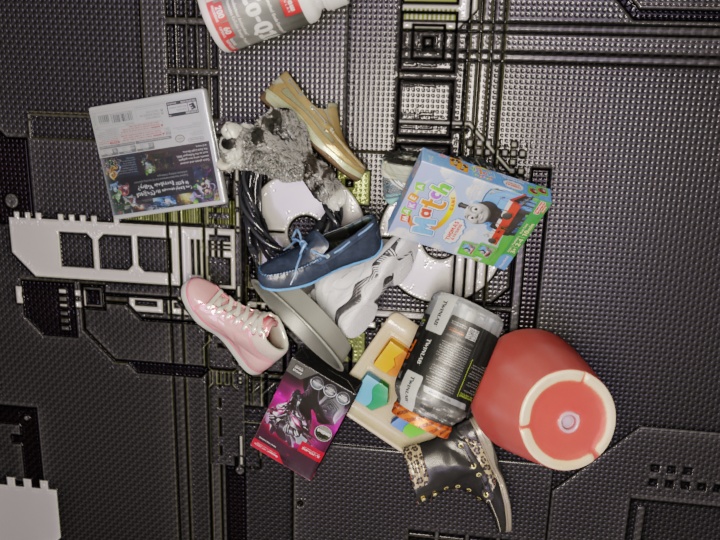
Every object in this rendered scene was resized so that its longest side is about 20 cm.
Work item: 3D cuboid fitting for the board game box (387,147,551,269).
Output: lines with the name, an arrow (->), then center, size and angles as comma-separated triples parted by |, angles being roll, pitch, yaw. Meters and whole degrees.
board game box -> 0.156, -0.086, 1.028 | 0.198, 0.037, 0.152 | 17, 137, -8

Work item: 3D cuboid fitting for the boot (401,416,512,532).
boot -> 0.163, 0.355, 1.161 | 0.149, 0.073, 0.202 | -18, 98, -1

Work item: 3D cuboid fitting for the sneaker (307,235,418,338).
sneaker -> 0.000, 0.000, 1.099 | 0.114, 0.075, 0.201 | 29, 76, 32

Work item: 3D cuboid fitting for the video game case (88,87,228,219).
video game case -> -0.325, -0.186, 1.128 | 0.197, 0.023, 0.184 | -7, 103, 8

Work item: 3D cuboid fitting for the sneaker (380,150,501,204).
sneaker -> 0.127, -0.128, 1.068 | 0.197, 0.078, 0.087 | 10, 124, 6

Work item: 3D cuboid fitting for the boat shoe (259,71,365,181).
boat shoe -> -0.059, -0.224, 1.063 | 0.200, 0.072, 0.076 | 42, 91, -5

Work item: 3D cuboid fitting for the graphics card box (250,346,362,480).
graphics card box -> -0.093, 0.243, 1.176 | 0.125, 0.051, 0.201 | 30, 112, 5

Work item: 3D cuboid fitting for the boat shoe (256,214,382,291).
boat shoe -> -0.064, -0.035, 1.025 | 0.198, 0.084, 0.069 | -25, 131, -24

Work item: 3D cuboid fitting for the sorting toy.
sorting toy -> 0.076, 0.198, 1.165 | 0.184, 0.037, 0.201 | 33, 106, -2

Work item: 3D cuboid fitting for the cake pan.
cake pan -> -0.088, 0.075, 1.084 | 0.200, 0.200, 0.037 | 46, 77, -5

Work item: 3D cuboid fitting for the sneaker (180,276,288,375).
sneaker -> -0.195, 0.076, 1.136 | 0.104, 0.076, 0.201 | -29, 107, 36

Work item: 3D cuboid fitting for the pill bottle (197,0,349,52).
pill bottle -> -0.123, -0.399, 0.999 | 0.198, 0.114, 0.115 | -15, 102, 11

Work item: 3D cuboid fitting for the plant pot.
plant pot -> 0.278, 0.200, 1.044 | 0.198, 0.177, 0.203 | 0, 94, -6

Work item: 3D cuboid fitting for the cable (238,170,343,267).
cable -> -0.108, -0.103, 1.085 | 0.161, 0.051, 0.203 | -5, 88, 14

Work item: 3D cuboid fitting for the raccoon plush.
raccoon plush -> -0.131, -0.145, 1.037 | 0.133, 0.097, 0.201 | -25, 100, 44

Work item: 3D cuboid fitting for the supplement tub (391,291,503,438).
supplement tub -> 0.130, 0.145, 1.072 | 0.121, 0.123, 0.202 | 24, 84, 0
